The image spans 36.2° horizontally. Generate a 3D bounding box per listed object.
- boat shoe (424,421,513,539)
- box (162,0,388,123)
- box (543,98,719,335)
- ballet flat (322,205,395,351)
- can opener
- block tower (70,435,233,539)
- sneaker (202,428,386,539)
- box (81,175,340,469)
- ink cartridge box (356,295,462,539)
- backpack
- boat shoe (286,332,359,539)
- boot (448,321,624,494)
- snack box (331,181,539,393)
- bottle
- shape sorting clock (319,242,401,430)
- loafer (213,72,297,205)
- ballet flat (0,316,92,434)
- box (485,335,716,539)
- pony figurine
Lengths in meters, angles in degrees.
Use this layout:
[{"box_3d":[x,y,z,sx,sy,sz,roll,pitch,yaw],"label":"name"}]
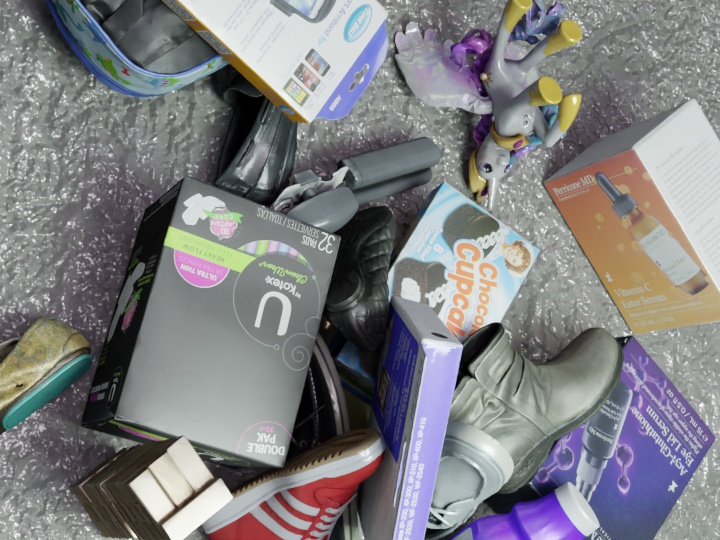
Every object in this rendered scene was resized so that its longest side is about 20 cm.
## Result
[{"box_3d":[0.076,0.194,0.952,0.070,0.201,0.072,32,63,7],"label":"boat shoe"},{"box_3d":[-0.066,-0.213,0.888,0.200,0.041,0.119,42,78,-32],"label":"box"},{"box_3d":[0.315,-0.050,1.147,0.106,0.152,0.201,-37,97,-27],"label":"box"},{"box_3d":[0.000,0.000,0.988,0.200,0.066,0.057,-76,145,-57],"label":"ballet flat"},{"box_3d":[0.003,-0.071,1.025,0.199,0.054,0.067,-20,60,-35],"label":"can opener"},{"box_3d":[-0.163,0.166,0.828,0.054,0.200,0.058,-38,98,-28],"label":"block tower"},{"box_3d":[-0.038,0.208,0.891,0.071,0.199,0.113,-23,84,-56],"label":"sneaker"},{"box_3d":[-0.124,0.050,0.914,0.148,0.124,0.202,21,73,-21],"label":"box"},{"box_3d":[0.037,0.139,0.879,0.043,0.200,0.200,9,100,-6],"label":"ink cartridge box"},{"box_3d":[-0.164,-0.249,0.934,0.200,0.147,0.184,-42,106,-24],"label":"backpack"},{"box_3d":[-0.041,0.153,0.962,0.062,0.075,0.202,-5,93,-9],"label":"boat shoe"},{"box_3d":[0.151,0.094,0.996,0.200,0.068,0.131,-45,118,-20],"label":"boot"},{"box_3d":[0.070,0.032,1.020,0.116,0.037,0.201,34,72,-8],"label":"snack box"},{"box_3d":[0.118,0.263,0.977,0.200,0.065,0.084,-37,103,11],"label":"bottle"},{"box_3d":[0.045,0.074,1.046,0.198,0.039,0.202,3,78,-15],"label":"shape sorting clock"},{"box_3d":[-0.089,-0.160,1.003,0.070,0.068,0.202,18,76,-34],"label":"loafer"},{"box_3d":[-0.299,0.109,0.852,0.200,0.071,0.071,-44,101,-26],"label":"ballet flat"},{"box_3d":[0.231,0.187,1.086,0.148,0.104,0.200,47,63,-13],"label":"box"},{"box_3d":[0.137,-0.182,1.078,0.165,0.200,0.194,-4,66,-21],"label":"pony figurine"}]
